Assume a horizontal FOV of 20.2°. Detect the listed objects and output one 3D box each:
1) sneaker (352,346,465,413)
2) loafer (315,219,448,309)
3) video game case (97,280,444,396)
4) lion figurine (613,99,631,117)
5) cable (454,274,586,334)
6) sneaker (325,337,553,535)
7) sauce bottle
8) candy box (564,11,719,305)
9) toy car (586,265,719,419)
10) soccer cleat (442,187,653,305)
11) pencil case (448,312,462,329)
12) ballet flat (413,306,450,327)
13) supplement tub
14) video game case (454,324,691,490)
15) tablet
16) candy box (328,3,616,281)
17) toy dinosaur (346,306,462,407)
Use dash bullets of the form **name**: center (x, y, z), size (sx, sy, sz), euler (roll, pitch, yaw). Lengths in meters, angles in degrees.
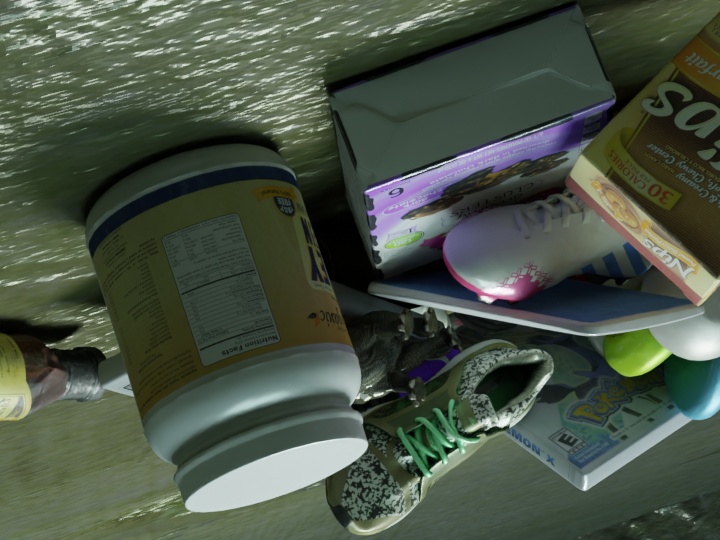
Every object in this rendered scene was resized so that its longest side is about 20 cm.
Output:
- **sneaker**: center (-0.014, 0.104, 1.482), size (0.199, 0.070, 0.099), euler (-24, 152, 21)
- **loafer**: center (0.000, 0.000, 1.476), size (0.199, 0.074, 0.071), euler (-25, 164, 18)
- **video game case**: center (-0.061, 0.061, 1.480), size (0.181, 0.024, 0.199), euler (-27, 153, 27)
- **lion figurine**: center (0.255, -0.110, 1.445), size (0.199, 0.073, 0.122), euler (-29, 164, 6)
- **cable**: center (0.140, 0.015, 1.532), size (0.200, 0.097, 0.050), euler (-39, 171, -45)
- **sneaker**: center (0.057, 0.105, 1.396), size (0.200, 0.077, 0.089), euler (-39, -178, -26)
- **sauce bottle**: center (-0.261, 0.075, 1.433), size (0.066, 0.067, 0.199), euler (-32, 159, 36)
- **candy box**: center (0.236, -0.089, 1.262), size (0.200, 0.115, 0.055), euler (-44, 170, -19)
- **toy car**: center (0.269, 0.023, 1.460), size (0.200, 0.150, 0.175), euler (-43, -174, -17)
- **soccer cleat**: center (0.135, -0.032, 1.320), size (0.199, 0.070, 0.087), euler (-7, 143, -45)
- **pencil case**: center (0.051, 0.096, 1.637), size (0.199, 0.091, 0.083), euler (-27, 171, -32)
- **ballet flat**: center (0.079, 0.015, 1.620), size (0.198, 0.072, 0.069), euler (-16, 164, -11)
- **supplement tub**: center (-0.083, 0.037, 1.279), size (0.143, 0.202, 0.145), euler (-18, 164, -5)
- **video game case**: center (0.174, 0.068, 1.532), size (0.199, 0.182, 0.022), euler (-29, 135, -30)
- **tablet**: center (0.116, 0.020, 1.360), size (0.199, 0.014, 0.129), euler (11, -166, 44)
- **candy box**: center (0.073, -0.078, 1.320), size (0.166, 0.072, 0.200), euler (-20, 163, -3)
- **toy dinosaur**: center (0.006, 0.057, 1.395), size (0.101, 0.078, 0.200), euler (-8, -160, 27)
